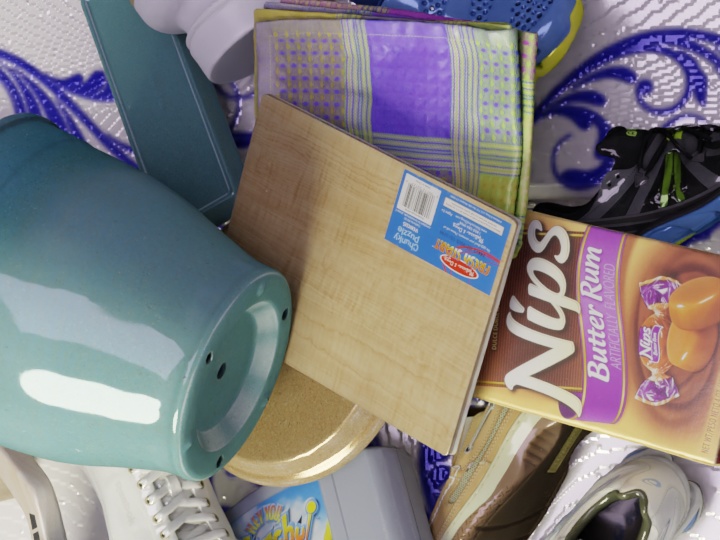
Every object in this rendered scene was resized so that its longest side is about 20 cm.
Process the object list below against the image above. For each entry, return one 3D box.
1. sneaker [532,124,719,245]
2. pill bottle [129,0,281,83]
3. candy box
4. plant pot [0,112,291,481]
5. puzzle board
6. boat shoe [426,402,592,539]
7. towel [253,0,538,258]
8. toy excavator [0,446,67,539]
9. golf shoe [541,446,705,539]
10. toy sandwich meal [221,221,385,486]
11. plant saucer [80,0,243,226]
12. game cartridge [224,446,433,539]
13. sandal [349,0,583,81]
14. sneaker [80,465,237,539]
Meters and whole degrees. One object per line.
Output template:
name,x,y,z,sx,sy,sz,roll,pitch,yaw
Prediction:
sneaker,0.188,-0.061,1.425,0.199,0.071,0.083,-33,84,20
pill bottle,-0.116,-0.223,1.520,0.111,0.111,0.200,-38,77,16
candy box,0.140,0.034,1.381,0.200,0.056,0.117,14,91,32
plant pot,-0.150,0.029,1.413,0.188,0.200,0.200,21,96,19
puzzle board,0.000,0.000,1.410,0.200,0.017,0.151,28,112,32
boat shoe,0.087,0.110,1.470,0.076,0.072,0.200,38,97,32
towel,0.015,-0.085,1.412,0.200,0.023,0.144,10,103,36
toy excavator,-0.191,0.200,1.534,0.194,0.100,0.200,4,103,63
golf shoe,0.122,0.191,1.433,0.078,0.097,0.200,38,103,15
toy sandwich meal,-0.032,0.039,1.500,0.205,0.070,0.206,-7,77,33
plant saucer,-0.131,-0.114,1.550,0.070,0.019,0.200,-29,67,18
game cartridge,-0.039,0.196,1.488,0.200,0.040,0.134,-34,53,30
sandal,0.040,-0.146,1.450,0.200,0.080,0.087,-11,128,28
sneaker,-0.130,0.137,1.490,0.200,0.073,0.085,52,147,33
